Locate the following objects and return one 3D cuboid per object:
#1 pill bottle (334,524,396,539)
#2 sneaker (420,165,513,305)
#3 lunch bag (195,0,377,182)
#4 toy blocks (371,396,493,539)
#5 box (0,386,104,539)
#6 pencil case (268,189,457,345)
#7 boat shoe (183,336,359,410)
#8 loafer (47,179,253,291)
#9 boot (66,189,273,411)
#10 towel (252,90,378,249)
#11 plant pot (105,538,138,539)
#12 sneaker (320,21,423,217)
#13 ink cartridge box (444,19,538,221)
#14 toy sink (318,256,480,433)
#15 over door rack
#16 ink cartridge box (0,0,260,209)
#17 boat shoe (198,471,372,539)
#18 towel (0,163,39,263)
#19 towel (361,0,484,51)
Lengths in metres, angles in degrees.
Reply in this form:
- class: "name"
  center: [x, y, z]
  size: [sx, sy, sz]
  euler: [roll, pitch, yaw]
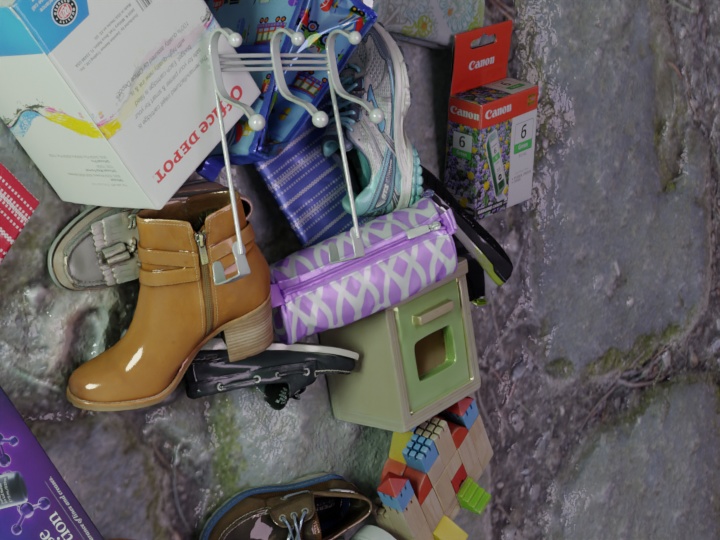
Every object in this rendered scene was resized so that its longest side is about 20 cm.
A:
- class: "pill bottle"
  center: [-0.033, 0.349, 1.355]
  size: [0.200, 0.112, 0.114]
  euler: [-42, 122, -35]
- class: "sneaker"
  center: [0.082, -0.034, 1.462]
  size: [0.083, 0.072, 0.200]
  euler: [-41, 110, 14]
- class: "lunch bag"
  center: [-0.098, -0.167, 1.204]
  size: [0.094, 0.149, 0.202]
  euler: [38, 67, -41]
- class: "toy blocks"
  center: [0.071, 0.205, 1.436]
  size: [0.201, 0.099, 0.138]
  euler: [-53, 142, -28]
- class: "box"
  center: [-0.290, 0.209, 1.041]
  size: [0.141, 0.079, 0.201]
  euler: [-35, 91, -36]
- class: "pencil case"
  center: [0.000, 0.000, 1.273]
  size: [0.198, 0.085, 0.085]
  euler: [-25, 86, -14]
- class: "boat shoe"
  center: [-0.086, 0.100, 1.297]
  size: [0.198, 0.074, 0.067]
  euler: [7, 84, -43]
- class: "loafer"
  center: [-0.181, -0.036, 1.195]
  size: [0.199, 0.062, 0.073]
  euler: [-27, 113, -41]
- class: "boot"
  center: [-0.170, 0.026, 1.152]
  size: [0.197, 0.077, 0.157]
  euler: [-18, 125, -11]
- class: "towel"
  center: [-0.038, -0.112, 1.328]
  size: [0.145, 0.024, 0.201]
  euler: [-40, 105, -35]
- class: "plant pot"
  center: [-0.211, 0.346, 1.128]
  size: [0.199, 0.199, 0.142]
  euler: [-34, 134, -38]
- class: "sneaker"
  center: [0.002, -0.148, 1.307]
  size: [0.085, 0.077, 0.203]
  euler: [-14, 92, -33]
- class: "ink cartridge box"
  center: [0.147, -0.166, 1.504]
  size: [0.108, 0.050, 0.203]
  euler: [-23, 124, -43]
- class: "toy sink"
  center: [0.038, 0.045, 1.396]
  size: [0.130, 0.111, 0.203]
  euler: [-23, 110, -43]
- class: "over door rack"
  center: [-0.050, -0.095, 1.105]
  size: [0.147, 0.066, 0.203]
  euler: [-9, 100, -44]
- class: "ink cartridge box"
  center: [-0.211, -0.171, 1.089]
  size: [0.148, 0.144, 0.201]
  euler: [-51, 127, -28]
- class: "boat shoe"
  center: [-0.070, 0.246, 1.334]
  size: [0.199, 0.072, 0.073]
  euler: [-20, 108, -43]
- class: "towel"
  center: [-0.351, -0.020, 1.049]
  size: [0.145, 0.022, 0.201]
  euler: [49, 59, -35]
- class: "towel"
  center: [0.063, -0.328, 1.429]
  size: [0.198, 0.048, 0.174]
  euler: [3, 91, -46]
